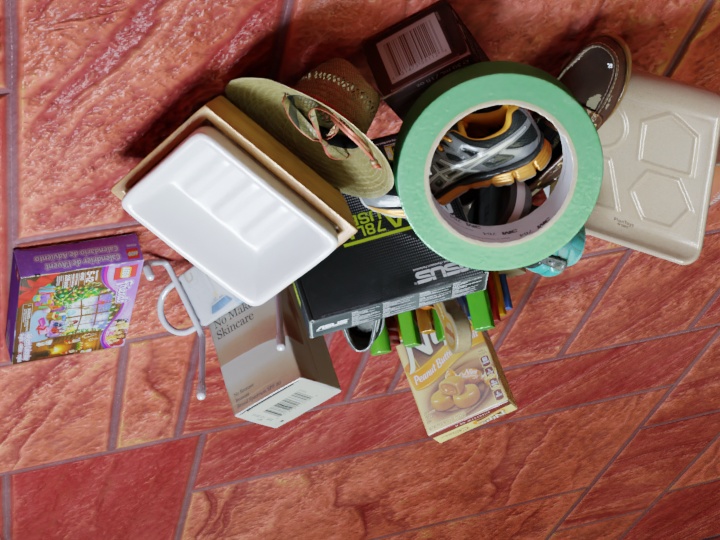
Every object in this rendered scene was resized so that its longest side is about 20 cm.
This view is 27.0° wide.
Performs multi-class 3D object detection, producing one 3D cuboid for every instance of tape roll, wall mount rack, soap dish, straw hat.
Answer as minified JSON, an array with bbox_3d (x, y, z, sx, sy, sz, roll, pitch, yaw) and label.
[{"bbox_3d":[0.132,-0.100,1.448,0.200,0.048,0.201,-1,113,-3],"label":"tape roll"},{"bbox_3d":[-0.153,0.036,1.663,0.200,0.174,0.075,-32,168,23],"label":"wall mount rack"},{"bbox_3d":[-0.123,-0.070,1.497,0.200,0.081,0.157,39,127,-20],"label":"soap dish"},{"bbox_3d":[-0.027,-0.159,1.460,0.085,0.201,0.201,-58,159,-16],"label":"straw hat"}]

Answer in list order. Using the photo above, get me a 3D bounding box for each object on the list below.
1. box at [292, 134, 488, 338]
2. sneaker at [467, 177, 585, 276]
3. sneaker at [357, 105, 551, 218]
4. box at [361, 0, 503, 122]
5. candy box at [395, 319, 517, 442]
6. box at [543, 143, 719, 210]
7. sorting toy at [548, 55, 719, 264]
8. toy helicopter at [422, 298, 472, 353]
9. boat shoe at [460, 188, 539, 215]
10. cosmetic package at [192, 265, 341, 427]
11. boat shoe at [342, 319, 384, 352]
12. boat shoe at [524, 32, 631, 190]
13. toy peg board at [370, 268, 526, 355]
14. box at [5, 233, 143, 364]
[{"bbox_3d":[0.012,-0.043,1.603,0.199,0.194,0.048,-14,151,-8],"label":"box"},{"bbox_3d":[0.185,-0.046,1.596,0.120,0.084,0.200,9,168,-6],"label":"sneaker"},{"bbox_3d":[0.088,-0.116,1.507,0.200,0.078,0.077,-20,128,9],"label":"sneaker"},{"bbox_3d":[0.088,-0.183,1.527,0.100,0.075,0.200,-27,155,14],"label":"box"},{"bbox_3d":[0.114,0.109,1.956,0.115,0.200,0.055,-25,156,11],"label":"candy box"},{"bbox_3d":[0.336,-0.125,1.766,0.200,0.107,0.152,-1,148,-32],"label":"box"},{"bbox_3d":[0.296,-0.122,1.621,0.036,0.185,0.200,-38,139,-48],"label":"sorting toy"},{"bbox_3d":[0.081,0.016,1.668,0.079,0.200,0.132,-8,140,-15],"label":"toy helicopter"},{"bbox_3d":[0.141,-0.104,1.717,0.200,0.072,0.059,-28,156,30],"label":"boat shoe"},{"bbox_3d":[-0.110,0.066,1.723,0.103,0.200,0.087,-32,150,21],"label":"cosmetic package"},{"bbox_3d":[0.000,0.000,1.713,0.072,0.071,0.200,-9,116,5],"label":"boat shoe"},{"bbox_3d":[0.218,-0.160,1.585,0.070,0.070,0.200,-31,155,-47],"label":"boat shoe"},{"bbox_3d":[0.096,0.046,1.850,0.199,0.098,0.199,-13,169,17],"label":"toy peg board"},{"bbox_3d":[-0.326,0.034,1.694,0.136,0.039,0.200,-10,152,-21],"label":"box"}]
